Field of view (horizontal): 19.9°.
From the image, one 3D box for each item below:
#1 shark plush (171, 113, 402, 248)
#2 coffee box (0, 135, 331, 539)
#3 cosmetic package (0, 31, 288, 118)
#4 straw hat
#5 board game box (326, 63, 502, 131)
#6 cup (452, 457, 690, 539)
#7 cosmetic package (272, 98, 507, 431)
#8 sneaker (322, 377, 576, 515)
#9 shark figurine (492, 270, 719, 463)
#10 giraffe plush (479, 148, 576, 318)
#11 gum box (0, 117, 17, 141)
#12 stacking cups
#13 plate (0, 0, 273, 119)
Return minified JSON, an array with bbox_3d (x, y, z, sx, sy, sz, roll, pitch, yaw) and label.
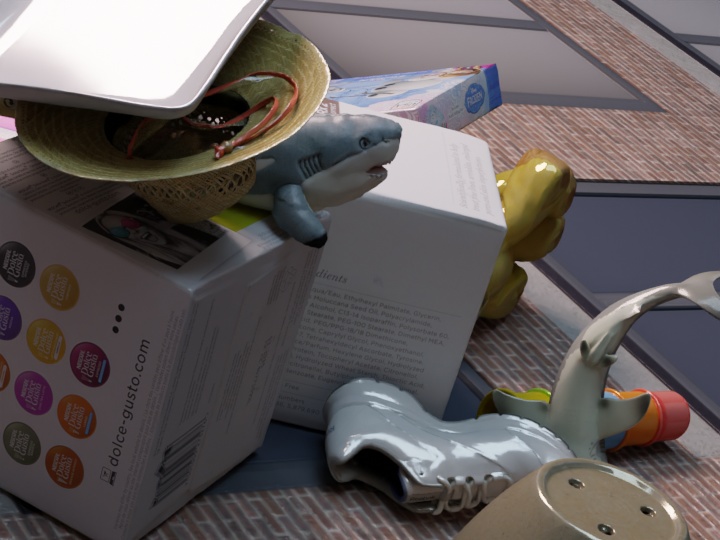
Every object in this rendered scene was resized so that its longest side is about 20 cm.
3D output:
[{"bbox_3d":[-0.075,-0.094,1.364,0.199,0.084,0.091,24,24,9],"label":"shark plush"},{"bbox_3d":[-0.168,0.030,1.381,0.197,0.201,0.200,26,26,17],"label":"coffee box"},{"bbox_3d":[-0.149,-0.137,1.415,0.198,0.074,0.104,13,25,-10],"label":"cosmetic package"},{"bbox_3d":[-0.111,-0.077,1.286,0.199,0.086,0.202,-7,38,5],"label":"straw hat"},{"bbox_3d":[-0.003,-0.133,1.769,0.199,0.044,0.199,-4,15,24],"label":"board game box"},{"bbox_3d":[0.135,0.206,1.302,0.199,0.144,0.201,15,25,-7],"label":"cup"},{"bbox_3d":[0.000,0.000,1.563,0.164,0.201,0.165,14,25,-9],"label":"cosmetic package"},{"bbox_3d":[0.064,0.146,1.486,0.198,0.075,0.087,12,36,1],"label":"sneaker"},{"bbox_3d":[0.185,0.071,1.538,0.128,0.215,0.089,30,8,5],"label":"shark figurine"},{"bbox_3d":[0.069,-0.044,1.755,0.162,0.173,0.200,33,60,16],"label":"giraffe plush"},{"bbox_3d":[-0.340,-0.072,1.578,0.198,0.067,0.114,-8,34,-17],"label":"gum box"},{"bbox_3d":[0.181,0.115,1.622,0.199,0.061,0.060,-4,33,-41],"label":"stacking cups"},{"bbox_3d":[-0.152,-0.157,1.299,0.198,0.032,0.200,8,41,22],"label":"plate"}]
